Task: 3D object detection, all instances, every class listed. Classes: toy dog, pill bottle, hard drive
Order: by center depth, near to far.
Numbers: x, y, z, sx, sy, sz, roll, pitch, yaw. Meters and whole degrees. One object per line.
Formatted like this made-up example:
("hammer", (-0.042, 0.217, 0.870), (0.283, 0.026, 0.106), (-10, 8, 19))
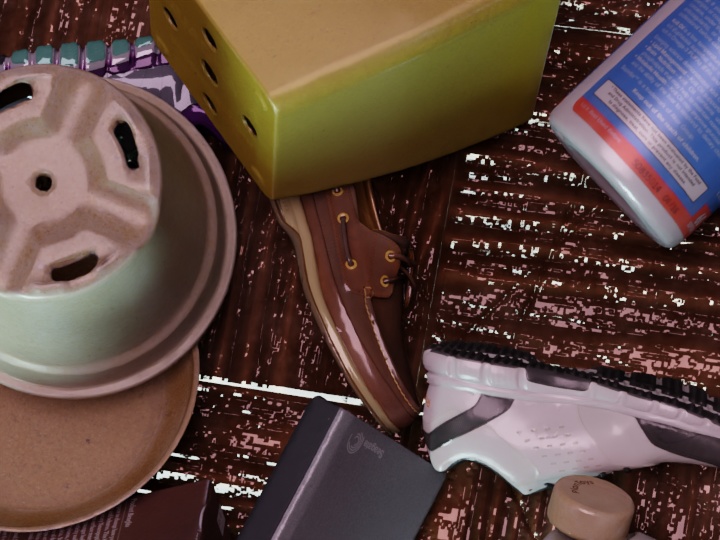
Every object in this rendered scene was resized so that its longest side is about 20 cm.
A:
("toy dog", (0.174, 0.193, 1.591), (0.199, 0.096, 0.132), (1, 112, 16))
("hard drive", (-0.033, 0.183, 1.624), (0.033, 0.140, 0.200), (24, 83, 33))
("pill bottle", (0.218, -0.118, 1.651), (0.200, 0.112, 0.112), (-43, 73, 1))

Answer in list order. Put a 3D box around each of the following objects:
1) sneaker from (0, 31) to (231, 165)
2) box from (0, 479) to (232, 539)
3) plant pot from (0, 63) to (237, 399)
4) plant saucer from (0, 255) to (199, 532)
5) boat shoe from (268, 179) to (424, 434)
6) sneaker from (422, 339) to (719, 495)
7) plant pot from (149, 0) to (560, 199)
("sneaker", (-0.162, -0.097, 1.748), (0.199, 0.074, 0.088), (-8, 81, 9))
("box", (-0.177, 0.196, 1.664), (0.199, 0.100, 0.075), (-15, 112, 10))
("plant pot", (-0.176, -0.035, 1.614), (0.200, 0.184, 0.201), (0, 81, 1))
("plant saucer", (-0.195, 0.075, 1.714), (0.199, 0.035, 0.201), (-3, 61, 6))
("boat shoe", (0.000, 0.000, 1.692), (0.067, 0.072, 0.201), (-23, 72, 8))
("sneaker", (0.131, 0.096, 1.652), (0.199, 0.074, 0.080), (10, 98, 13))
("plant pot", (-0.018, -0.159, 1.641), (0.176, 0.200, 0.200), (-32, 73, -14))
